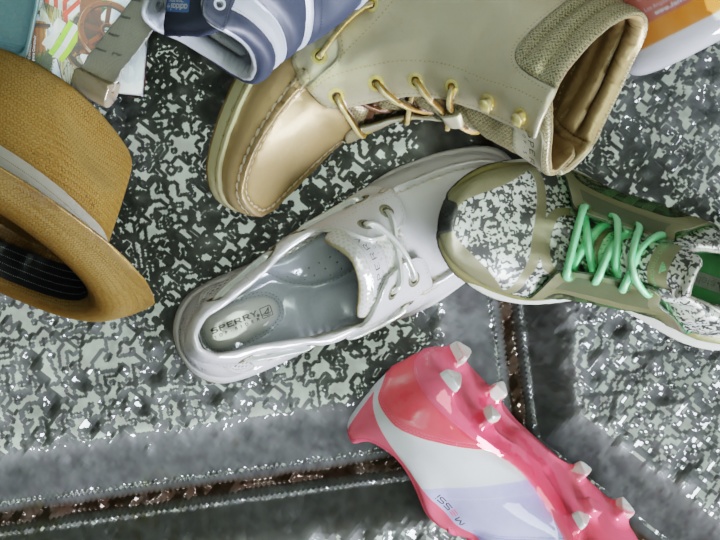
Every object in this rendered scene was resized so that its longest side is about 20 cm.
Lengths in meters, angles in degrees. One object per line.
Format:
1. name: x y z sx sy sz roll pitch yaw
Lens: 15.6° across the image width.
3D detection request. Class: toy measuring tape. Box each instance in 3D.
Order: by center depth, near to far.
1. toy measuring tape: -0.073 -0.153 1.297 0.073 0.074 0.201 35 74 -6

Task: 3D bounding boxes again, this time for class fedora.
1. fedora: -0.176 -0.053 1.257 0.200 0.201 0.082 30 72 -6

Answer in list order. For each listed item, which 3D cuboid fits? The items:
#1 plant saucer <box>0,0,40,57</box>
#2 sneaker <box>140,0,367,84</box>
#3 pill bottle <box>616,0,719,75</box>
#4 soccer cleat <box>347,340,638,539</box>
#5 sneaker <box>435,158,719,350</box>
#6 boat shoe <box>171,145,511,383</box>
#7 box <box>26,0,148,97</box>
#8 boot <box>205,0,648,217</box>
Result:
1. plant saucer: -0.241 -0.155 1.282 0.198 0.019 0.071 13 92 19
2. sneaker: -0.073 -0.181 1.212 0.108 0.070 0.201 -45 116 -23
3. pill bottle: 0.137 -0.208 1.303 0.112 0.112 0.201 -28 93 -3
4. soccer cleat: 0.079 0.124 1.346 0.076 0.067 0.200 -37 102 29
5. sneaker: 0.136 -0.010 1.309 0.198 0.089 0.078 12 87 -20
6. boat shoe: 0.000 0.000 1.320 0.199 0.069 0.071 -30 93 -7
7. box: -0.167 -0.192 1.313 0.135 0.038 0.202 5 92 -5
8. boot: 0.031 -0.082 1.286 0.155 0.073 0.200 37 83 30
